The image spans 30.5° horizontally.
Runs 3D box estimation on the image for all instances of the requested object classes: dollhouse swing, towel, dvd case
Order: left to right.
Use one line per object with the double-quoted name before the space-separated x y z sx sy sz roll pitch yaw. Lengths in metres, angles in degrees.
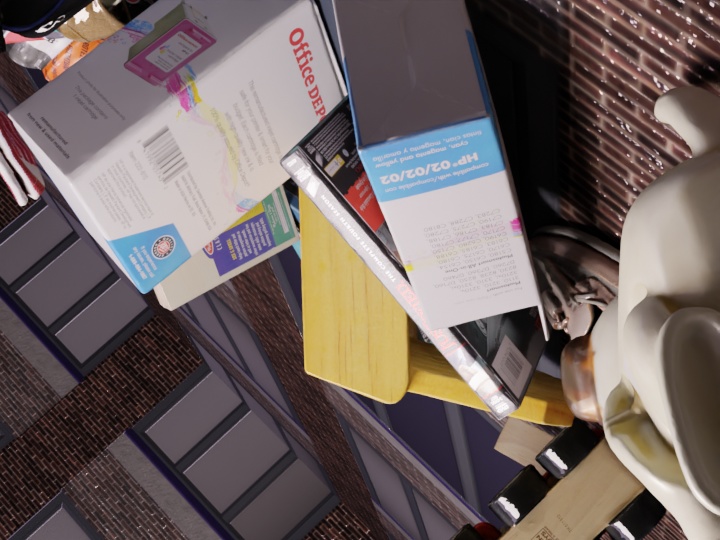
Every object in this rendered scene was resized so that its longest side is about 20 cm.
"towel" -0.240 -0.144 0.742 0.200 0.023 0.144 55 169 32
"dvd case" 0.045 -0.021 0.812 0.200 0.022 0.146 48 -148 -8
"dollhouse swing" 0.056 0.010 0.917 0.200 0.176 0.182 -19 -72 -84

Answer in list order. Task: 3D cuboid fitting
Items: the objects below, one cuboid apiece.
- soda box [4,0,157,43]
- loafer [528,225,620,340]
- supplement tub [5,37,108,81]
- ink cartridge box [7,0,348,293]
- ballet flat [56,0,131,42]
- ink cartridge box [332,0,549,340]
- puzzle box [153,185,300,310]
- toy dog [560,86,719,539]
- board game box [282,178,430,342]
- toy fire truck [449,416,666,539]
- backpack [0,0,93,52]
"soda box" -0.266 -0.228 1.077 0.200 0.063 0.071 1 121 28
"loafer" 0.150 0.035 0.749 0.200 0.063 0.072 34 160 46
"supplement tub" -0.305 -0.271 1.192 0.200 0.122 0.123 49 167 -6
"ink cartridge box" -0.114 -0.103 0.901 0.085 0.200 0.145 45 167 30
"ballet flat" -0.195 -0.261 0.948 0.072 0.068 0.200 5 117 10
"ink cartridge box" 0.047 -0.050 0.712 0.200 0.068 0.115 66 -167 -51
"puzzle box" -0.136 -0.084 1.059 0.025 0.133 0.200 19 133 54
"toy dog" 0.153 0.035 0.587 0.194 0.139 0.200 58 170 15
"board game box" 0.000 0.000 1.167 0.151 0.047 0.200 36 163 42
"toy fire truck" 0.135 0.193 1.054 0.129 0.176 0.200 45 -179 9
"backpack" -0.192 -0.256 0.780 0.191 0.200 0.154 53 180 -9
